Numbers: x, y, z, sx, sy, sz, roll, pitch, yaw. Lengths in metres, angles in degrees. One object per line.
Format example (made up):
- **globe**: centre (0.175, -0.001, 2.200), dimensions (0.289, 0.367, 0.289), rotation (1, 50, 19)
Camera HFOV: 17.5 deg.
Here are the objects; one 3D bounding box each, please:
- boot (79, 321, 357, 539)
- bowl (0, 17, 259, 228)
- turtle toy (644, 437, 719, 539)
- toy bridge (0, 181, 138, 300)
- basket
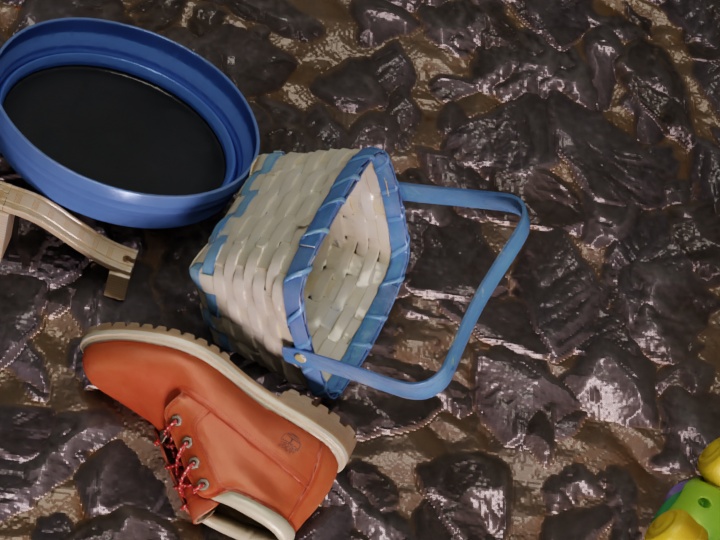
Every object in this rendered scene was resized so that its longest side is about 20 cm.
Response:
- **boot**: centre (-0.112, 0.111, 1.582), dimensions (0.200, 0.075, 0.107), rotation (27, 61, 2)
- **bowl**: centre (-0.173, -0.105, 1.688), dimensions (0.201, 0.039, 0.201), rotation (16, 38, -13)
- **turtle toy**: centre (0.258, 0.188, 1.607), dimensions (0.146, 0.101, 0.200), rotation (49, 54, -10)
- **toy bridge**: centre (-0.253, -0.035, 1.639), dimensions (0.200, 0.067, 0.027), rotation (19, 56, -3)
- **basket**: centre (0.000, 0.000, 1.625), dimensions (0.200, 0.139, 0.176), rotation (10, 51, 30)
